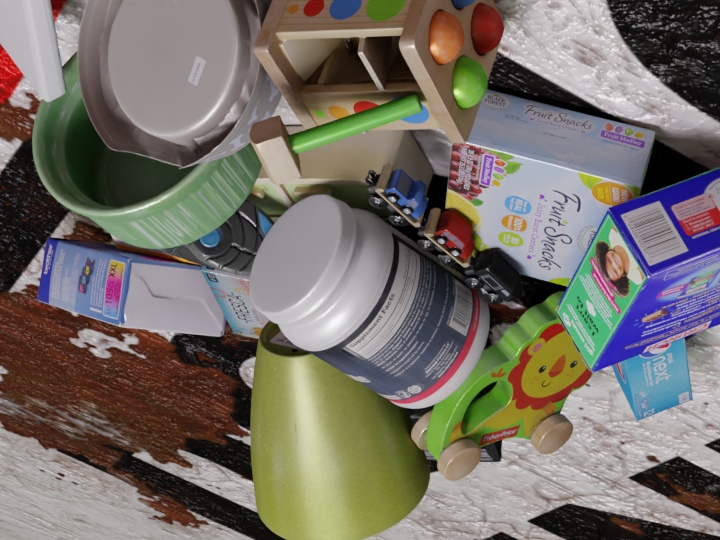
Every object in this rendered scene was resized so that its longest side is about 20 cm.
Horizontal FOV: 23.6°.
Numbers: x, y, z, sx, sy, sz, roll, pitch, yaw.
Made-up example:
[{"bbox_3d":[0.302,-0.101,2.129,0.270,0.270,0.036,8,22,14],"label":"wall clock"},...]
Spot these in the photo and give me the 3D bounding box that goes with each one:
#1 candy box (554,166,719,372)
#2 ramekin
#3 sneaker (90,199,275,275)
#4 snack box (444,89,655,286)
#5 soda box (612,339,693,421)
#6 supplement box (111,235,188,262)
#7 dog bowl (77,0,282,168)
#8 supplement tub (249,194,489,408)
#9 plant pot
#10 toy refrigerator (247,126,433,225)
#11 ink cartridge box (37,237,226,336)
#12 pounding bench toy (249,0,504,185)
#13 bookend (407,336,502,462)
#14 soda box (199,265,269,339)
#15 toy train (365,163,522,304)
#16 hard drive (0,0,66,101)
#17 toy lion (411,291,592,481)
[{"bbox_3d":[0.278,-0.005,1.497,0.169,0.077,0.200,-20,156,-17],"label":"candy box"},{"bbox_3d":[-0.182,-0.117,1.538,0.199,0.201,0.098,4,157,24],"label":"ramekin"},{"bbox_3d":[-0.166,-0.046,1.642,0.199,0.073,0.082,21,169,2],"label":"sneaker"},{"bbox_3d":[0.164,-0.068,1.547,0.168,0.068,0.200,16,153,6],"label":"snack box"},{"bbox_3d":[0.280,0.066,1.695,0.064,0.068,0.200,-21,145,0],"label":"soda box"},{"bbox_3d":[-0.197,-0.091,1.712,0.126,0.074,0.200,11,152,13],"label":"supplement box"},{"bbox_3d":[-0.142,-0.179,1.417,0.200,0.201,0.059,-4,178,36],"label":"dog bowl"},{"bbox_3d":[0.010,0.030,1.601,0.200,0.141,0.140,33,149,-33],"label":"supplement tub"},{"bbox_3d":[-0.036,0.142,1.750,0.187,0.187,0.201,4,125,25],"label":"plant pot"},{"bbox_3d":[-0.041,-0.088,1.632,0.199,0.070,0.076,3,149,28],"label":"toy refrigerator"},{"bbox_3d":[-0.252,0.014,1.847,0.136,0.077,0.200,8,-178,-41],"label":"ink cartridge box"},{"bbox_3d":[0.015,-0.154,1.343,0.156,0.200,0.124,3,148,28],"label":"pounding bench toy"},{"bbox_3d":[0.049,0.132,1.893,0.198,0.092,0.200,0,153,11],"label":"bookend"},{"bbox_3d":[-0.107,0.012,1.755,0.068,0.064,0.200,12,161,10],"label":"soda box"},{"bbox_3d":[0.079,-0.031,1.562,0.046,0.034,0.200,-15,136,46],"label":"toy train"},{"bbox_3d":[-0.302,-0.250,1.467,0.132,0.026,0.200,51,160,23],"label":"hard drive"},{"bbox_3d":[0.165,0.106,1.732,0.200,0.069,0.192,-12,134,-34],"label":"toy lion"}]
